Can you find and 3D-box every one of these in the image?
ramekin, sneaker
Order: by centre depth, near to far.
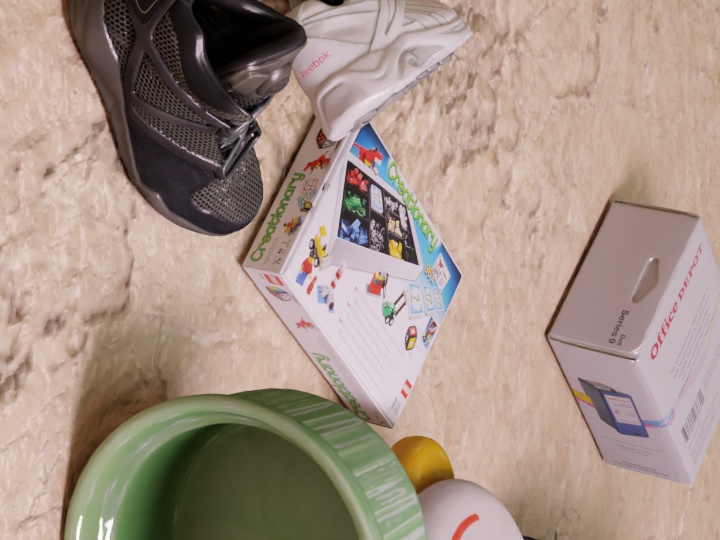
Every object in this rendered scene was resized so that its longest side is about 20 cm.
[{"bbox_3d":[-0.076,-0.085,1.151,0.076,0.114,0.200,-54,143,-31],"label":"sneaker"},{"bbox_3d":[-0.059,0.162,1.190,0.098,0.199,0.202,-15,113,-64],"label":"ramekin"},{"bbox_3d":[0.004,-0.153,1.294,0.100,0.078,0.200,53,22,-3],"label":"sneaker"}]

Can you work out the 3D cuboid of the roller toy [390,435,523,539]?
[{"bbox_3d":[0.036,0.229,1.374,0.183,0.139,0.201,57,36,-35],"label":"roller toy"}]

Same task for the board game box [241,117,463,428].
[{"bbox_3d":[0.000,0.000,1.377,0.127,0.034,0.200,-64,146,-23],"label":"board game box"}]

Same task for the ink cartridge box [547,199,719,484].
[{"bbox_3d":[0.242,0.060,1.744,0.146,0.087,0.200,-62,148,-25],"label":"ink cartridge box"}]

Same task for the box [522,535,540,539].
[{"bbox_3d":[0.195,0.290,1.641,0.198,0.199,0.124,32,73,-58],"label":"box"}]
